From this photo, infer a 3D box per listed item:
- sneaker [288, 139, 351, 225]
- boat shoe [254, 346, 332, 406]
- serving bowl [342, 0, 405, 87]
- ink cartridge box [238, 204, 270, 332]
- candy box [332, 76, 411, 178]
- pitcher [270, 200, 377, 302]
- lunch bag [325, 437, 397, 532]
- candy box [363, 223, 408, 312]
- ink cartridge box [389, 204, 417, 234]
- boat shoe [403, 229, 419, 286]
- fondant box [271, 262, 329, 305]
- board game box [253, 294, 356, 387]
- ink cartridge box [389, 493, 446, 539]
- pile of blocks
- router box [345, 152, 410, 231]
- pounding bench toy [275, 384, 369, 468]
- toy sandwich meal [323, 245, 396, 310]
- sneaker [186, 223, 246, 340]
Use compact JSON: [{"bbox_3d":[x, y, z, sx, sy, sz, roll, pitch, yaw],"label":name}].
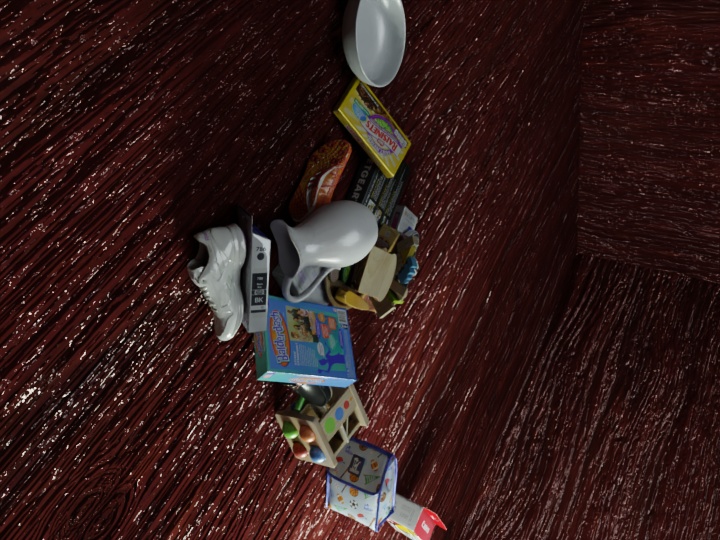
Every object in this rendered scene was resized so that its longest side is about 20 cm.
[{"bbox_3d":[-0.080,-0.174,1.161,0.202,0.072,0.077,-59,158,-12],"label":"sneaker"},{"bbox_3d":[-0.133,0.202,1.136,0.202,0.073,0.063,49,21,-19],"label":"boat shoe"},{"bbox_3d":[0.019,-0.481,1.182,0.199,0.065,0.205,-28,124,-52],"label":"serving bowl"},{"bbox_3d":[-0.187,-0.006,1.006,0.038,0.099,0.205,-3,109,-24],"label":"ink cartridge box"},{"bbox_3d":[0.029,-0.306,1.250,0.200,0.026,0.103,45,65,-32],"label":"candy box"},{"bbox_3d":[-0.067,-0.038,1.099,0.197,0.121,0.175,-20,129,-35],"label":"pitcher"},{"bbox_3d":[0.002,0.534,1.490,0.123,0.167,0.205,-25,125,-58],"label":"lunch bag"},{"bbox_3d":[0.047,-0.003,1.390,0.203,0.056,0.116,-60,150,8],"label":"candy box"},{"bbox_3d":[0.094,-0.062,1.520,0.094,0.036,0.204,30,74,-60],"label":"ink cartridge box"},{"bbox_3d":[0.117,-0.012,1.481,0.203,0.067,0.072,-62,147,-23],"label":"boat shoe"},{"bbox_3d":[-0.086,-0.018,1.213,0.202,0.057,0.146,-57,145,-27],"label":"fondant box"},{"bbox_3d":[-0.106,0.135,1.101,0.197,0.045,0.155,14,54,-35],"label":"board game box"},{"bbox_3d":[0.175,0.819,1.895,0.085,0.173,0.201,-59,145,-25],"label":"ink cartridge box"},{"bbox_3d":[0.097,0.017,1.343,0.062,0.082,0.203,5,115,-55],"label":"pile of blocks"},{"bbox_3d":[0.038,-0.186,1.354,0.149,0.050,0.204,39,71,-58],"label":"router box"},{"bbox_3d":[-0.100,0.295,1.252,0.156,0.122,0.203,-42,119,-42],"label":"pounding bench toy"},{"bbox_3d":[0.000,0.000,1.236,0.204,0.069,0.210,-30,127,-49],"label":"toy sandwich meal"},{"bbox_3d":[-0.245,0.022,0.971,0.098,0.074,0.205,-9,112,-37],"label":"sneaker"}]
